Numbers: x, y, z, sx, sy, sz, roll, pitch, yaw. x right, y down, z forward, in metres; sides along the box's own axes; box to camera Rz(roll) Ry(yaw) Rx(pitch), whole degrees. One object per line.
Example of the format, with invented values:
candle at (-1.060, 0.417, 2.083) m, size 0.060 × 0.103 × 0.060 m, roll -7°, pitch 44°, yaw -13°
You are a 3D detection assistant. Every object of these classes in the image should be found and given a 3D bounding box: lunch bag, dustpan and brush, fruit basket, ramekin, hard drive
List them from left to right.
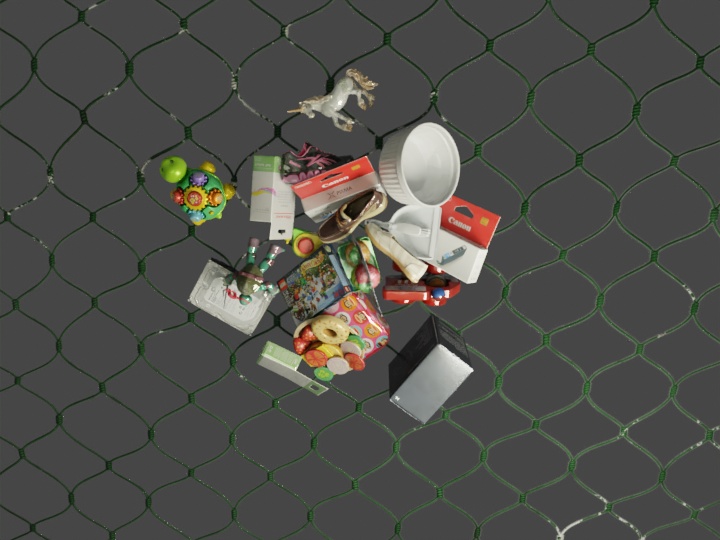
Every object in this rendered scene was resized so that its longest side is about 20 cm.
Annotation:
hard drive at (-0.349, 0.071, 1.813) m, size 0.199 × 0.038 × 0.140 m, roll 31°, pitch 105°, yaw -6°
lunch bag at (-0.036, 0.150, 1.803) m, size 0.176 × 0.082 × 0.200 m, roll -36°, pitch 103°, yaw 17°
fruit basket at (0.000, 0.000, 1.666) m, size 0.093 × 0.200 × 0.186 m, roll -18°, pitch 114°, yaw 0°
dustpan and brush at (0.102, -0.110, 1.709) m, size 0.199 × 0.057 × 0.140 m, roll 13°, pitch 102°, yaw 38°
ramekin at (0.136, -0.251, 1.616) m, size 0.199 × 0.105 × 0.201 m, roll -3°, pitch 95°, yaw -39°

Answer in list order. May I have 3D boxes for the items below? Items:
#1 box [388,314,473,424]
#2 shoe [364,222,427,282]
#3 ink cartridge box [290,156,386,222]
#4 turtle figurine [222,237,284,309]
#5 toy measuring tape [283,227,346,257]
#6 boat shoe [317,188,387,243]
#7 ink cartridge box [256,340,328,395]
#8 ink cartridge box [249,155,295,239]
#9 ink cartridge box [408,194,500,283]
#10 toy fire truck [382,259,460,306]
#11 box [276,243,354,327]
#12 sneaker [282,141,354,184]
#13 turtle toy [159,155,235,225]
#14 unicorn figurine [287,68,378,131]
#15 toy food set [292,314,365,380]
box at (0.178, 0.255, 1.759) m, size 0.124 × 0.197 × 0.200 m, roll 37°, pitch 106°, yaw -8°
shoe at (0.089, -0.055, 1.672) m, size 0.200 × 0.070 × 0.053 m, roll 47°, pitch 107°, yaw 20°
ink cartridge box at (-0.050, -0.193, 1.642) m, size 0.199 × 0.176 × 0.045 m, roll -20°, pitch 74°, yaw 9°
turtle figurine at (-0.278, 0.021, 1.740) m, size 0.149 × 0.101 × 0.201 m, roll 21°, pitch 82°, yaw -7°
toy measuring tape at (-0.109, -0.058, 1.751) m, size 0.199 × 0.074 × 0.074 m, roll 15°, pitch 107°, yaw -13°
boat shoe at (-0.032, -0.136, 1.623) m, size 0.199 × 0.072 × 0.072 m, roll -28°, pitch 67°, yaw 21°
ink cartridge box at (-0.180, 0.266, 1.810) m, size 0.199 × 0.146 × 0.048 m, roll 27°, pitch 68°, yaw -6°
ink cartridge box at (-0.216, -0.180, 1.665) m, size 0.067 × 0.117 × 0.201 m, roll 7°, pitch 96°, yaw 23°
ink cartridge box at (0.229, -0.089, 1.674) m, size 0.200 × 0.045 × 0.177 m, roll 30°, pitch 110°, yaw 35°
toy fire truck at (0.156, 0.044, 1.711) m, size 0.199 × 0.168 × 0.113 m, roll 3°, pitch 107°, yaw 2°
box at (-0.120, 0.041, 1.726) m, size 0.200 × 0.038 × 0.137 m, roll -36°, pitch 75°, yaw 35°
sneaker at (-0.105, -0.273, 1.647) m, size 0.199 × 0.079 × 0.096 m, roll -16°, pitch 98°, yaw -29°
turtle toy at (-0.424, -0.208, 1.699) m, size 0.146 × 0.101 × 0.200 m, roll -39°, pitch 101°, yaw 13°
unicorn figurine at (-0.059, -0.409, 1.643) m, size 0.137 × 0.074 × 0.200 m, roll 42°, pitch 90°, yaw 0°
toy food set at (-0.081, 0.201, 1.748) m, size 0.200 × 0.049 × 0.198 m, roll -30°, pitch 115°, yaw 31°
